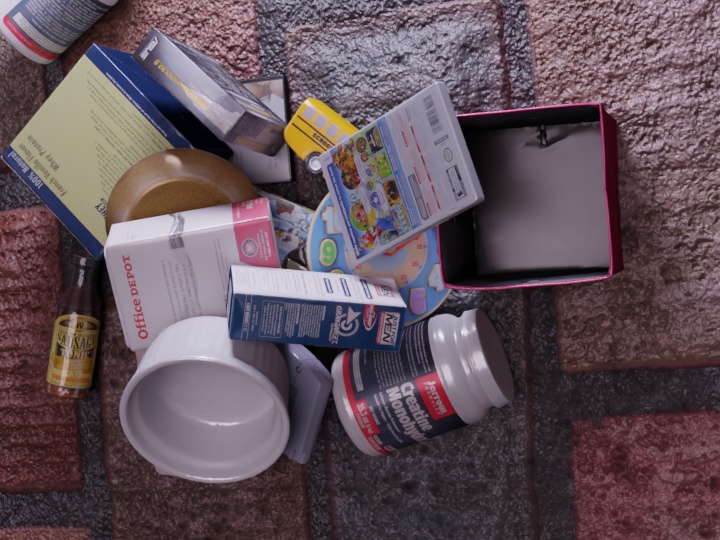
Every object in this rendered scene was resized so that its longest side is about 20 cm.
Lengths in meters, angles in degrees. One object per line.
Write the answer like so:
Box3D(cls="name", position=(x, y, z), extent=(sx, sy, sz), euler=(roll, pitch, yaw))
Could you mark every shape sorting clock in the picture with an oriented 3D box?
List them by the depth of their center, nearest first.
Box3D(cls="shape sorting clock", position=(0.032, -0.027, 1.443), extent=(0.199, 0.039, 0.201), euler=(0, 91, -13))

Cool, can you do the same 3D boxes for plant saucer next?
Box3D(cls="plant saucer", position=(-0.221, -0.052, 1.473), extent=(0.200, 0.035, 0.201), euler=(-2, 114, -5))

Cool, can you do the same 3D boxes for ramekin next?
Box3D(cls="ramekin", position=(-0.178, 0.150, 1.401), extent=(0.200, 0.098, 0.201), euler=(2, 126, 3))

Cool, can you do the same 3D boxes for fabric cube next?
Box3D(cls="fabric cube", position=(0.203, -0.084, 1.385), extent=(0.196, 0.199, 0.201), euler=(-4, 91, 16))

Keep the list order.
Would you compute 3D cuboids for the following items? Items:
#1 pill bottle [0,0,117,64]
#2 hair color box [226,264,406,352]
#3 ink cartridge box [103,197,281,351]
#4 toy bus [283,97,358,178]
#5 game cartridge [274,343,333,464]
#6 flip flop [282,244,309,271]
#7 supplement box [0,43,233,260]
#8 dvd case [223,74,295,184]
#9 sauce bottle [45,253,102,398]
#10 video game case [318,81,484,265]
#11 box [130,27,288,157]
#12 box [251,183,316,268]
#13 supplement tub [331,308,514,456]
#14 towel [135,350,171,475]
Box3D(cls="pill bottle", position=(-0.397, -0.387, 1.596), extent=(0.200, 0.120, 0.120), euler=(-38, 82, 15))
Box3D(cls="hair color box", position=(-0.054, 0.044, 1.369), extent=(0.199, 0.100, 0.061), euler=(5, 109, -9))
Box3D(cls="ink cartridge box", position=(-0.198, 0.003, 1.434), extent=(0.199, 0.083, 0.147), euler=(-10, 114, -2))
Box3D(cls="toy bus", position=(-0.005, -0.133, 1.516), extent=(0.200, 0.065, 0.078), euler=(38, 101, 12))
Box3D(cls="game cartridge", position=(-0.120, 0.141, 1.495), extent=(0.200, 0.040, 0.134), euler=(30, 114, 36))
Box3D(cls="flip flop", position=(0.000, 0.000, 1.487), extent=(0.199, 0.058, 0.081), euler=(-6, 94, -12))
Box3D(cls="supplement box", position=(-0.319, -0.153, 1.553), extent=(0.200, 0.134, 0.200), euler=(45, 103, 9))
Box3D(cls="dvd case", position=(-0.188, -0.184, 1.593), extent=(0.199, 0.018, 0.143), euler=(-4, 92, 17))
Box3D(cls="sauce bottle", position=(-0.398, 0.077, 1.644), extent=(0.066, 0.066, 0.201), euler=(10, 97, 16))
Box3D(cls="video game case", position=(0.042, -0.107, 1.342), extent=(0.200, 0.018, 0.144), euler=(-27, 76, 40))
Box3D(cls="box", position=(-0.181, -0.219, 1.476), extent=(0.158, 0.200, 0.048), euler=(43, 99, 10))
Box3D(cls="box", position=(-0.081, -0.013, 1.535), extent=(0.200, 0.040, 0.137), euler=(24, 98, 1))
Box3D(cls="supplement tub", position=(0.077, 0.138, 1.463), extent=(0.200, 0.140, 0.141), euler=(-22, 86, 17))
Box3D(cls="towel", position=(-0.241, 0.175, 1.571), extent=(0.191, 0.032, 0.201), euler=(-9, 89, 53))
